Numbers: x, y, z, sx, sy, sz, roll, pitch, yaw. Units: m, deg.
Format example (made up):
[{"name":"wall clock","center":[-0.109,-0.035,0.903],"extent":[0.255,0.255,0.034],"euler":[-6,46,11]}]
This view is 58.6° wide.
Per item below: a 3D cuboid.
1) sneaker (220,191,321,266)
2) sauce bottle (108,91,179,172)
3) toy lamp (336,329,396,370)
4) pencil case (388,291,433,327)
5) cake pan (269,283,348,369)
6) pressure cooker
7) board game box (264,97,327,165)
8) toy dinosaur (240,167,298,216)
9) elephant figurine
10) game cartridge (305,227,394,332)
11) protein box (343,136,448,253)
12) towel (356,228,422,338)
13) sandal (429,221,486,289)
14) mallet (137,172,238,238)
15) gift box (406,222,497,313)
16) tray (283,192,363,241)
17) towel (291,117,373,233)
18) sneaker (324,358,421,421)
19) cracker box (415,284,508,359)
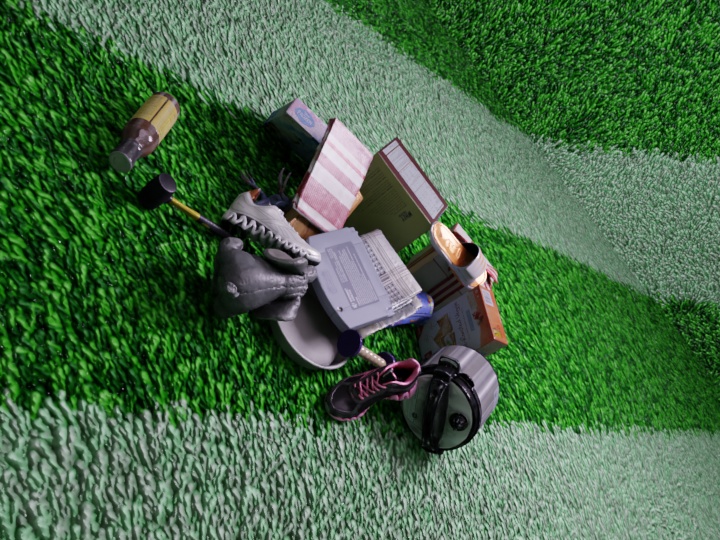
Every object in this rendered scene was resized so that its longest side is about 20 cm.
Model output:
[{"name":"sneaker","center":[-0.155,-0.074,1.186],"extent":[0.197,0.075,0.082],"euler":[29,66,-8]},{"name":"sauce bottle","center":[-0.377,-0.241,1.116],"extent":[0.065,0.064,0.202],"euler":[40,36,-20]},{"name":"toy lamp","center":[0.020,0.168,1.236],"extent":[0.200,0.057,0.059],"euler":[42,30,-53]},{"name":"pencil case","center":[0.083,0.085,1.406],"extent":[0.087,0.079,0.198],"euler":[39,22,33]},{"name":"cake pan","center":[-0.095,0.097,1.204],"extent":[0.199,0.036,0.203],"euler":[33,39,-31]},{"name":"pressure cooker","center":[0.175,0.256,1.285],"extent":[0.178,0.177,0.199],"euler":[59,32,2]},{"name":"board game box","center":[-0.104,-0.279,1.406],"extent":[0.199,0.198,0.044],"euler":[41,79,-20]},{"name":"toy dinosaur","center":[-0.157,-0.132,1.287],"extent":[0.181,0.104,0.203],"euler":[-37,101,-41]},{"name":"elephant figurine","center":[-0.143,0.016,1.074],"extent":[0.196,0.142,0.158],"euler":[4,52,-21]},{"name":"game cartridge","center":[-0.029,0.017,1.246],"extent":[0.131,0.041,0.203],"euler":[-13,69,-34]},{"name":"protein box","center":[0.056,-0.152,1.472],"extent":[0.201,0.197,0.135],"euler":[51,34,-5]},{"name":"towel","center":[0.023,0.022,1.306],"extent":[0.190,0.035,0.202],"euler":[-23,76,-39]},{"name":"sandal","center":[0.225,-0.031,1.394],"extent":[0.206,0.059,0.080],"euler":[42,57,-32]},{"name":"mallet","center":[-0.297,-0.092,1.121],"extent":[0.200,0.065,0.042],"euler":[44,32,-44]},{"name":"gift box","center":[0.216,0.025,1.534],"extent":[0.185,0.186,0.201],"euler":[46,33,-13]},{"name":"tray","center":[-0.078,-0.120,1.306],"extent":[0.201,0.037,0.099],"euler":[-52,130,-26]},{"name":"towel","center":[-0.053,-0.180,1.282],"extent":[0.144,0.022,0.203],"euler":[36,72,-46]},{"name":"sneaker","center":[0.027,0.207,1.167],"extent":[0.197,0.096,0.080],"euler":[-17,66,-26]},{"name":"cracker box","center":[0.217,0.142,1.419],"extent":[0.057,0.199,0.136],"euler":[21,45,-38]}]
